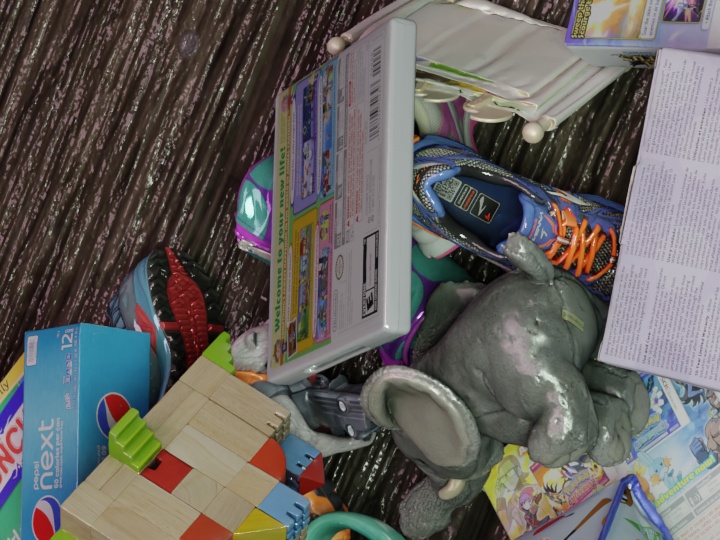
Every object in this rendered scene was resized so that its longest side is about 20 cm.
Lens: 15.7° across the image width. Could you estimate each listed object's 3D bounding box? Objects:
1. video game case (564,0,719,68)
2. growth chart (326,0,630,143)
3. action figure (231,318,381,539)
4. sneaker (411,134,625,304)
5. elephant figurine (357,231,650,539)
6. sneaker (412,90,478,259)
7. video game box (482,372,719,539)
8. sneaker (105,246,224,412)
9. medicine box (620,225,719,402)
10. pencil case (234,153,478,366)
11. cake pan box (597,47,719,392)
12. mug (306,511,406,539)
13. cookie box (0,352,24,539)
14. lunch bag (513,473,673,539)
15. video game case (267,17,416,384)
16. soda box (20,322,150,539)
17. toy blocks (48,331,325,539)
[{"bbox_3d":[0.232,-0.224,1.631,0.180,0.045,0.201,6,78,38],"label":"video game case"},{"bbox_3d":[0.075,-0.140,1.713,0.199,0.144,0.018,25,131,36],"label":"growth chart"},{"bbox_3d":[-0.042,0.128,1.777,0.199,0.104,0.195,-8,97,51],"label":"action figure"},{"bbox_3d":[0.108,-0.022,1.644,0.078,0.199,0.076,-127,57,-78],"label":"sneaker"},{"bbox_3d":[0.066,0.078,1.623,0.199,0.141,0.156,-14,77,34],"label":"elephant figurine"},{"bbox_3d":[0.031,-0.104,1.741,0.081,0.088,0.201,-37,39,19],"label":"sneaker"},{"bbox_3d":[0.186,0.145,1.632,0.200,0.047,0.183,-42,61,27],"label":"video game box"},{"bbox_3d":[-0.142,0.091,1.899,0.095,0.079,0.201,-30,57,43],"label":"sneaker"},{"bbox_3d":[0.286,-0.007,1.536,0.200,0.103,0.183,-42,60,26],"label":"medicine box"},{"bbox_3d":[0.000,0.000,1.774,0.092,0.085,0.200,-36,51,-21],"label":"pencil case"},{"bbox_3d":[0.236,-0.024,1.481,0.183,0.052,0.201,11,91,38],"label":"cake pan box"},{"bbox_3d":[0.020,0.249,1.672,0.114,0.152,0.186,-29,98,27],"label":"mug"},{"bbox_3d":[-0.219,0.181,1.935,0.171,0.075,0.200,-51,56,21],"label":"cookie box"},{"bbox_3d":[0.106,0.235,1.514,0.170,0.200,0.124,-36,95,23],"label":"lunch bag"},{"bbox_3d":[-0.013,-0.041,1.674,0.182,0.022,0.201,154,121,-61],"label":"video game case"},{"bbox_3d":[-0.192,0.141,1.828,0.064,0.068,0.201,-9,76,43],"label":"soda box"},{"bbox_3d":[-0.094,0.151,1.690,0.136,0.200,0.100,30,145,18],"label":"toy blocks"}]
